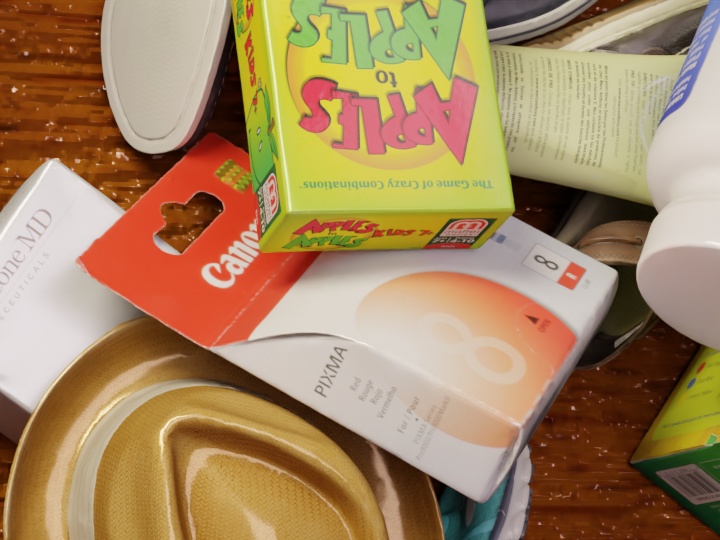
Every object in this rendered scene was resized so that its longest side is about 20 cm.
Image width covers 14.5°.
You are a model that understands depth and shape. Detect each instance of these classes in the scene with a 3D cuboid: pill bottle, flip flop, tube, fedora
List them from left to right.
[{"bbox_3d":[-0.048,0.110,1.169,0.200,0.082,0.202,2,82,-16],"label":"fedora"},{"bbox_3d":[0.063,-0.072,1.282,0.199,0.052,0.058,6,119,-14],"label":"tube"},{"bbox_3d":[0.109,0.009,1.318,0.200,0.058,0.081,-34,120,-20],"label":"flip flop"},{"bbox_3d":[0.192,-0.064,1.258,0.112,0.112,0.201,31,61,-11],"label":"pill bottle"}]

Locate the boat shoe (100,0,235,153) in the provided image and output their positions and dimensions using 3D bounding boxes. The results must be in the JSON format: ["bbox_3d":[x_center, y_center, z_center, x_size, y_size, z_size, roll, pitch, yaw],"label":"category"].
[{"bbox_3d":[-0.073,-0.151,1.298,0.060,0.074,0.201,11,79,-55],"label":"boat shoe"}]

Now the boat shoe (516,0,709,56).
[{"bbox_3d":[0.110,-0.086,1.350,0.199,0.073,0.065,-23,92,-12],"label":"boat shoe"}]

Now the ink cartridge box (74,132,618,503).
[{"bbox_3d":[0.000,0.000,1.216,0.200,0.050,0.162,31,30,5],"label":"ink cartridge box"}]

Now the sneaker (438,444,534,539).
[{"bbox_3d":[0.012,0.148,1.264,0.080,0.078,0.200,35,70,-2],"label":"sneaker"}]

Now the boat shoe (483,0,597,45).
[{"bbox_3d":[0.042,-0.142,1.325,0.199,0.075,0.062,-17,128,-19],"label":"boat shoe"}]

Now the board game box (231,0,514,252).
[{"bbox_3d":[-0.001,-0.110,1.221,0.101,0.048,0.201,-1,70,-19],"label":"board game box"}]

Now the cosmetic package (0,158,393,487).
[{"bbox_3d":[-0.091,0.053,1.246,0.200,0.074,0.102,37,71,-11],"label":"cosmetic package"}]

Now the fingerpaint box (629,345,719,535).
[{"bbox_3d":[0.232,0.033,1.294,0.073,0.200,0.167,38,69,-11],"label":"fingerpaint box"}]
